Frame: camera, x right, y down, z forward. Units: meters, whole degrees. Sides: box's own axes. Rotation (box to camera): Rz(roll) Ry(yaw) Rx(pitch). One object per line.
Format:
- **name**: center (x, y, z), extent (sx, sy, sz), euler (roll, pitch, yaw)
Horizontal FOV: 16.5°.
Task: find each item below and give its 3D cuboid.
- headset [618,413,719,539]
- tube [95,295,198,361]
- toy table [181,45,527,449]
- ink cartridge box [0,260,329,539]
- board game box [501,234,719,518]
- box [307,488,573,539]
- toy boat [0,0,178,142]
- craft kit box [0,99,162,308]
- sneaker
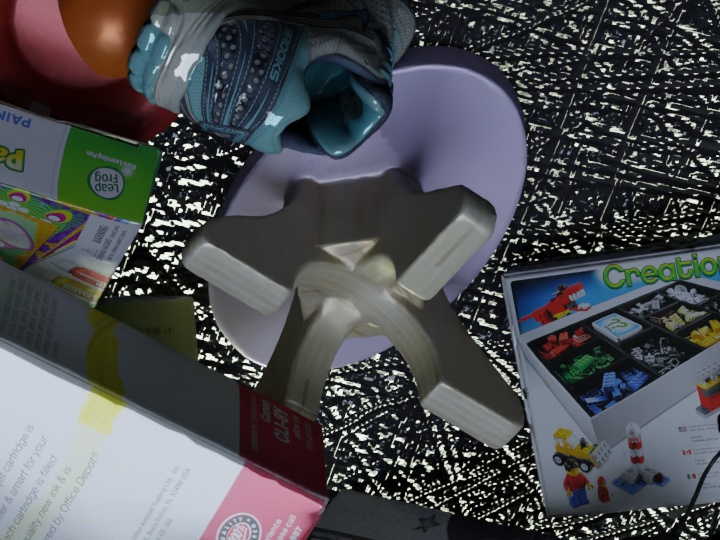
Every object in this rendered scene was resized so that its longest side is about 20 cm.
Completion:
- **headset**: center (0.163, 0.161, 1.156), extent (0.123, 0.094, 0.201), euler (1, 106, -39)
- **tube**: center (-0.101, 0.113, 1.205), extent (0.058, 0.052, 0.202), euler (-1, 91, 33)
- **toy table**: center (0.000, 0.000, 1.175), extent (0.183, 0.117, 0.201), euler (21, 123, -14)
- **ink cartridge box**: center (-0.135, 0.098, 1.115), extent (0.199, 0.084, 0.146), euler (28, 110, -14)
- **board game box**: center (0.175, 0.047, 1.199), extent (0.199, 0.035, 0.127), euler (-8, 99, 23)
- **box**: center (0.043, 0.203, 1.253), extent (0.199, 0.132, 0.115), euler (8, 141, 49)
- **toy boat**: center (-0.106, -0.128, 1.075), extent (0.130, 0.131, 0.200), euler (26, 121, -17)
- **craft kit box**: center (-0.209, -0.029, 1.142), extent (0.196, 0.049, 0.200), euler (19, 154, -10)
- **sneaker**: center (-0.020, -0.082, 1.074), extent (0.086, 0.200, 0.078), euler (37, 115, 17)
